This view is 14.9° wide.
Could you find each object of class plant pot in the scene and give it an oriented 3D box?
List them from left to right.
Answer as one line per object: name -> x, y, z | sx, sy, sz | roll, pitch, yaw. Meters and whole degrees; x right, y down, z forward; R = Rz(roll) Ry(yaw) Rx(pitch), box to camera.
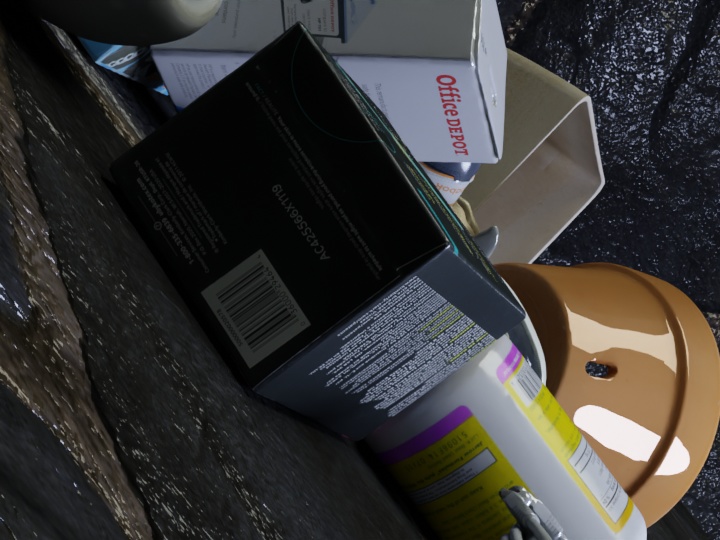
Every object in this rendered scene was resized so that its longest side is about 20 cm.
plant pot -> 0.050, -0.082, 2.102 | 0.177, 0.200, 0.200 | 41, -8, 19
plant pot -> 0.131, 0.080, 1.909 | 0.140, 0.200, 0.200 | 23, 27, -46

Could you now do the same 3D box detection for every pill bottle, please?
pill bottle -> 0.096, 0.138, 1.602 | 0.200, 0.104, 0.104 | 53, 6, -7

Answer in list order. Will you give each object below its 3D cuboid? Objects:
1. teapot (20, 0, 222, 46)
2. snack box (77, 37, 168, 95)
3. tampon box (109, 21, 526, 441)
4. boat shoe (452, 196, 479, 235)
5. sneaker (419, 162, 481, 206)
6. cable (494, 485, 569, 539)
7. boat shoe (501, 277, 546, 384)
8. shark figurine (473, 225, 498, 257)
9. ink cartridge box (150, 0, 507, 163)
teapot -> -0.158, -0.213, 1.498 | 0.200, 0.146, 0.198 | 74, 22, -48
snack box -> -0.162, -0.175, 1.724 | 0.116, 0.037, 0.200 | 55, 5, 6
tampon box -> -0.019, -0.014, 1.466 | 0.150, 0.126, 0.200 | 56, 5, 18
boat shoe -> 0.015, -0.077, 1.972 | 0.200, 0.068, 0.075 | 58, -8, 27
sneaker -> 0.006, -0.113, 1.901 | 0.078, 0.080, 0.200 | -2, 31, -44
cable -> 0.124, 0.228, 1.464 | 0.200, 0.069, 0.200 | 52, 7, -22
boat shoe -> 0.079, 0.089, 1.708 | 0.068, 0.072, 0.200 | -65, 146, -64
shark figurine -> -0.001, -0.021, 1.713 | 0.215, 0.128, 0.090 | 51, 18, -14
ink cartridge box -> -0.015, -0.133, 1.701 | 0.146, 0.200, 0.086 | 71, 22, -65
